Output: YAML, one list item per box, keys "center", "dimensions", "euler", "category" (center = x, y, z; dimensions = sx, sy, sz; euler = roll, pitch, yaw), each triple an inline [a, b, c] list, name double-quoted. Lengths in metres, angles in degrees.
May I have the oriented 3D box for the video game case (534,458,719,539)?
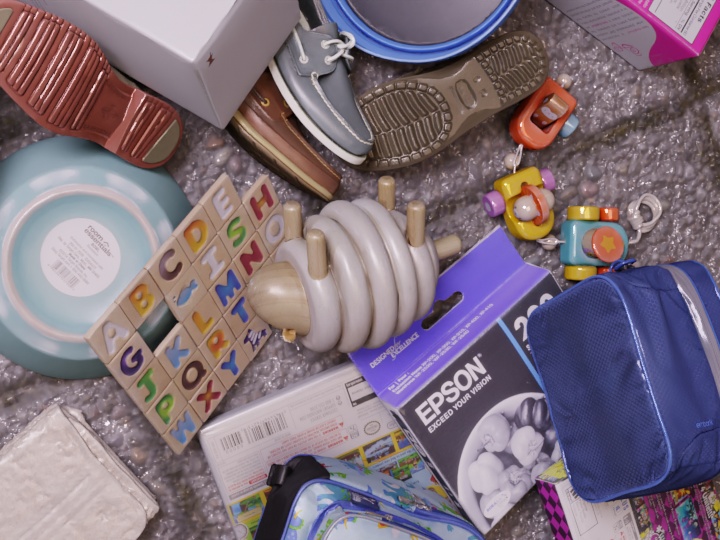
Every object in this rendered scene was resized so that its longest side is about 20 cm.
- center: [0.263, 0.237, 0.945]
  dimensions: [0.181, 0.036, 0.201]
  euler: [-28, 106, -27]
  category: "video game case"

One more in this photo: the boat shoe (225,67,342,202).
- center: [-0.085, -0.138, 0.831]
  dimensions: [0.200, 0.072, 0.068]
  euler: [43, 84, -12]
  category: "boat shoe"

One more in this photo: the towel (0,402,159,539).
- center: [-0.276, 0.215, 0.819]
  dimensions: [0.200, 0.034, 0.133]
  euler: [-40, 102, -9]
  category: "towel"

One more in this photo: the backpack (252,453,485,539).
- center: [0.012, 0.265, 0.824]
  dimensions: [0.199, 0.147, 0.184]
  euler: [18, 90, -20]
  category: "backpack"

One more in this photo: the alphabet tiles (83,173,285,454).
- center: [-0.117, 0.026, 0.805]
  dimensions: [0.200, 0.008, 0.168]
  euler: [-53, 145, -25]
  category: "alphabet tiles"

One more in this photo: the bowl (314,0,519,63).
- center: [0.050, -0.272, 0.829]
  dimensions: [0.199, 0.039, 0.202]
  euler: [3, 99, 19]
  category: "bowl"

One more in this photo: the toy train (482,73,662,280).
- center: [0.199, -0.080, 0.923]
  dimensions: [0.200, 0.056, 0.150]
  euler: [42, 80, -14]
  category: "toy train"

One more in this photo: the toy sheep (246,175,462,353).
- center: [0.000, 0.000, 0.836]
  dimensions: [0.199, 0.138, 0.139]
  euler: [-14, 97, -20]
  category: "toy sheep"

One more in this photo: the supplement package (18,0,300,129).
- center: [-0.160, -0.216, 0.741]
  dimensions: [0.199, 0.117, 0.117]
  euler: [31, 77, 10]
  category: "supplement package"

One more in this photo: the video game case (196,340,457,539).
- center: [-0.023, 0.183, 0.896]
  dimensions: [0.199, 0.023, 0.183]
  euler: [-22, 99, -15]
  category: "video game case"

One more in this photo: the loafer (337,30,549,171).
- center: [0.068, -0.143, 0.881]
  dimensions: [0.199, 0.067, 0.077]
  euler: [-22, 95, 2]
  category: "loafer"

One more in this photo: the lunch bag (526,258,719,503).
- center: [0.242, 0.085, 0.855]
  dimensions: [0.131, 0.136, 0.202]
  euler: [-5, 73, -29]
  category: "lunch bag"

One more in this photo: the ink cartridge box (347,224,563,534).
- center: [0.119, 0.094, 0.907]
  dimensions: [0.198, 0.043, 0.201]
  euler: [-39, 102, -19]
  category: "ink cartridge box"

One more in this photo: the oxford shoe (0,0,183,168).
- center: [-0.218, -0.137, 0.744]
  dimensions: [0.071, 0.074, 0.200]
  euler: [-56, 147, -4]
  category: "oxford shoe"

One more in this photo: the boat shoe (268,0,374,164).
- center: [-0.039, -0.182, 0.818]
  dimensions: [0.062, 0.073, 0.201]
  euler: [-33, 84, 24]
  category: "boat shoe"

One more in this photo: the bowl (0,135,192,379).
- center: [-0.217, -0.007, 0.785]
  dimensions: [0.199, 0.105, 0.203]
  euler: [-1, 95, -16]
  category: "bowl"

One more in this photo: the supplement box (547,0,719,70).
- center: [0.224, -0.278, 0.896]
  dimensions: [0.199, 0.101, 0.104]
  euler: [33, 84, -16]
  category: "supplement box"
